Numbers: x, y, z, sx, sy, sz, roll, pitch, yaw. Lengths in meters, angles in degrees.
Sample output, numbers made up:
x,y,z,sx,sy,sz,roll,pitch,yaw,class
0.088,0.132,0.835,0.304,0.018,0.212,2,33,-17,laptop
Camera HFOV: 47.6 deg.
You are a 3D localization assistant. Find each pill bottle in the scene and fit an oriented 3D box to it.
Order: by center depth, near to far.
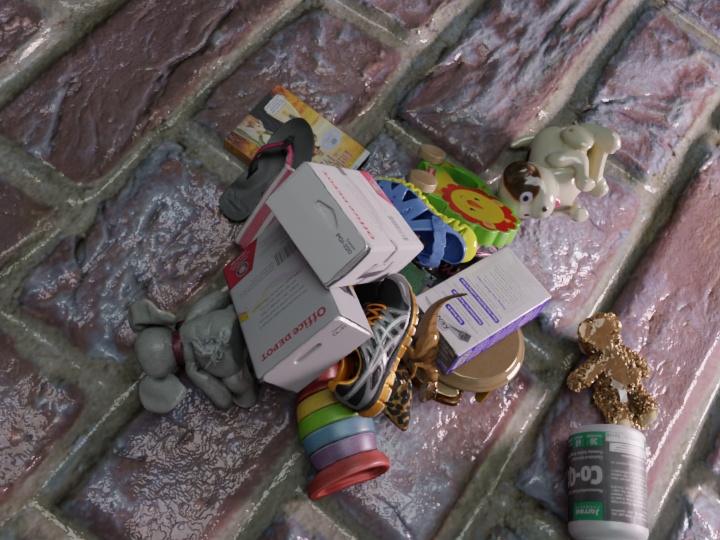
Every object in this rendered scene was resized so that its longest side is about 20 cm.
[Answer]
x,y,z,sx,sy,sz,roll,pitch,yaw,class
0.358,0.334,1.184,0.112,0.113,0.201,10,65,-8,pill bottle

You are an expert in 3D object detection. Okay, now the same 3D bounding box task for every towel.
x,y,z,sx,sy,sz,roll,pitch,yaw,class
-0.079,-0.044,1.231,0.200,0.030,0.147,39,99,10,towel

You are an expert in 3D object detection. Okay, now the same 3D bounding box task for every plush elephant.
x,y,z,sx,sy,sz,roll,pitch,yaw,class
-0.237,0.110,1.125,0.154,0.200,0.166,-3,83,12,plush elephant

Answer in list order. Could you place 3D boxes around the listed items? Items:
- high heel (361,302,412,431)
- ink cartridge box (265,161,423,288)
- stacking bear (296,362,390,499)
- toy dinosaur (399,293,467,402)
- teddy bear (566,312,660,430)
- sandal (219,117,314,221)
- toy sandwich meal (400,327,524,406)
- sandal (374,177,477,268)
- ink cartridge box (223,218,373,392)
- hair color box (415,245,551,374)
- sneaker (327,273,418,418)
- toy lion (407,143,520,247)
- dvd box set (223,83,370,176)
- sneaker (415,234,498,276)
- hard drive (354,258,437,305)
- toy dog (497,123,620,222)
x,y,z,sx,sy,sz,roll,pitch,yaw,class
0.004,0.150,1.163,0.142,0.071,0.201,-17,86,-59,high heel
-0.015,-0.060,1.088,0.085,0.200,0.146,-41,77,18,ink cartridge box
-0.044,0.200,1.156,0.121,0.114,0.201,-15,67,-18,stacking bear
0.088,0.092,1.146,0.105,0.201,0.061,8,34,7,toy dinosaur
0.398,0.169,1.298,0.145,0.067,0.200,-36,86,-14,teddy bear
-0.143,-0.159,1.285,0.075,0.045,0.200,40,82,5,sandal
0.156,0.116,1.259,0.204,0.070,0.206,7,55,-10,toy sandwich meal
0.073,-0.068,1.201,0.199,0.080,0.087,31,37,18,sandal
-0.089,0.039,1.097,0.147,0.085,0.201,-38,52,18,ink cartridge box
0.175,0.056,1.222,0.199,0.065,0.109,-26,67,-30,hair color box
0.017,0.093,1.100,0.077,0.078,0.201,28,69,-30,sneaker
0.162,-0.111,1.297,0.191,0.069,0.200,23,30,-1,toy lion
-0.104,-0.199,1.348,0.200,0.029,0.147,38,67,4,dvd box set
0.144,-0.023,1.305,0.199,0.079,0.096,-7,85,-25,sneaker
0.000,0.000,1.248,0.200,0.038,0.140,40,100,7,hard drive
0.311,-0.162,1.361,0.194,0.140,0.200,37,54,20,toy dog
